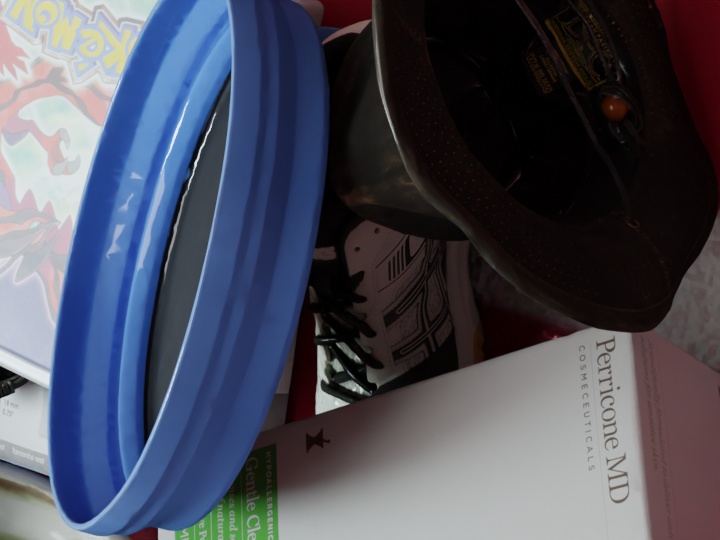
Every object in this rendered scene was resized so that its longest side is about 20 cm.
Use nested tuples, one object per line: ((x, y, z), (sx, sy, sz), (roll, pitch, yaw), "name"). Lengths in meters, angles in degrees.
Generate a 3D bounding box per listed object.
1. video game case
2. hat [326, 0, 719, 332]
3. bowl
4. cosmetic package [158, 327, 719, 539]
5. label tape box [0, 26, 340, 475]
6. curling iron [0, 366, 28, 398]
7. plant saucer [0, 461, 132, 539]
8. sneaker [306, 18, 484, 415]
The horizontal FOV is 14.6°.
((-0.124, -0.051, 1.102), (0.199, 0.023, 0.183), (23, 106, 23), "video game case")
((0.035, -0.056, 0.937), (0.081, 0.200, 0.201), (-24, 70, 32), "hat")
((-0.060, -0.005, 0.969), (0.201, 0.039, 0.202), (-167, 90, -72), "bowl")
((0.032, 0.101, 0.976), (0.199, 0.085, 0.108), (-21, 59, 29), "cosmetic package")
((-0.090, -0.010, 1.165), (0.144, 0.063, 0.201), (13, 97, 45), "label tape box")
((-0.217, 0.057, 1.190), (0.199, 0.050, 0.026), (-15, 109, 30), "curling iron")
((-0.173, 0.159, 1.130), (0.200, 0.199, 0.050), (51, 142, 35), "plant saucer")
((0.000, 0.000, 1.055), (0.075, 0.087, 0.201), (14, 99, 43), "sneaker")
